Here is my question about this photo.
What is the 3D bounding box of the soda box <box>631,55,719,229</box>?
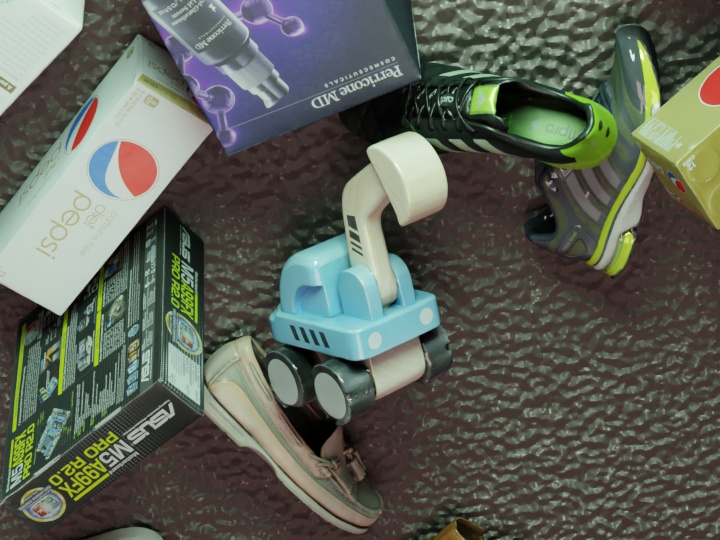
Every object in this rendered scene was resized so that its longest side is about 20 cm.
[{"bbox_3d":[0.284,-0.123,1.533,0.200,0.064,0.068,-41,123,-3],"label":"soda box"}]

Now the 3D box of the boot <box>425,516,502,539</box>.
[{"bbox_3d":[0.100,0.297,1.880,0.199,0.074,0.155,31,115,-26],"label":"boot"}]

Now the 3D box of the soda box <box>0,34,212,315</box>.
[{"bbox_3d":[-0.184,-0.065,1.596,0.068,0.064,0.200,29,119,-23],"label":"soda box"}]

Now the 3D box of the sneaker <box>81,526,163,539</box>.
[{"bbox_3d":[-0.251,0.282,1.817,0.199,0.119,0.074,-20,127,13],"label":"sneaker"}]

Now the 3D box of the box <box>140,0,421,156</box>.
[{"bbox_3d":[-0.063,-0.199,1.477,0.147,0.105,0.201,-22,125,12],"label":"box"}]

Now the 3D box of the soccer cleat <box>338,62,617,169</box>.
[{"bbox_3d":[0.076,-0.110,1.542,0.198,0.068,0.081,9,170,17],"label":"soccer cleat"}]

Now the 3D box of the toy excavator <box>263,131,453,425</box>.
[{"bbox_3d":[0.000,0.000,1.607,0.099,0.194,0.202,-24,109,-31],"label":"toy excavator"}]

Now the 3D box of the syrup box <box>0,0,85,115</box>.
[{"bbox_3d":[-0.275,-0.141,1.524,0.081,0.079,0.200,36,117,-27],"label":"syrup box"}]

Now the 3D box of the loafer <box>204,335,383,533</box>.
[{"bbox_3d":[-0.045,0.128,1.748,0.063,0.072,0.200,-41,116,16],"label":"loafer"}]

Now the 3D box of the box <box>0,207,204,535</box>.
[{"bbox_3d":[-0.181,0.068,1.610,0.160,0.201,0.044,-38,121,22],"label":"box"}]

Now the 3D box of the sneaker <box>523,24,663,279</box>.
[{"bbox_3d":[0.165,-0.082,1.601,0.080,0.074,0.201,7,124,-3],"label":"sneaker"}]
